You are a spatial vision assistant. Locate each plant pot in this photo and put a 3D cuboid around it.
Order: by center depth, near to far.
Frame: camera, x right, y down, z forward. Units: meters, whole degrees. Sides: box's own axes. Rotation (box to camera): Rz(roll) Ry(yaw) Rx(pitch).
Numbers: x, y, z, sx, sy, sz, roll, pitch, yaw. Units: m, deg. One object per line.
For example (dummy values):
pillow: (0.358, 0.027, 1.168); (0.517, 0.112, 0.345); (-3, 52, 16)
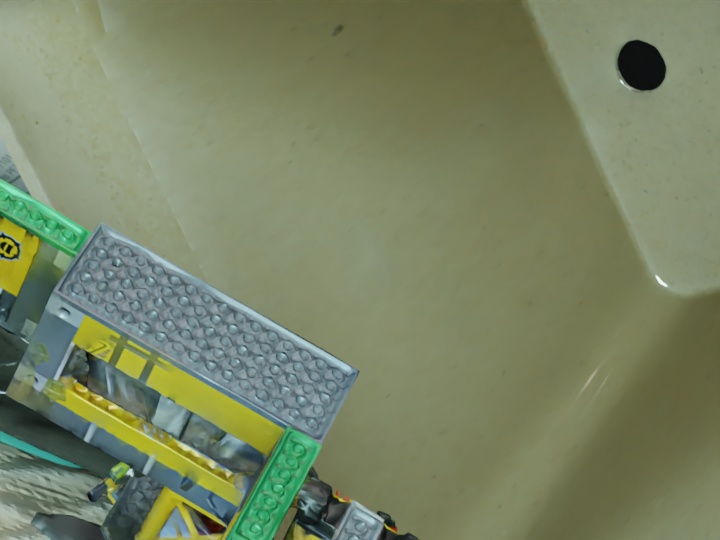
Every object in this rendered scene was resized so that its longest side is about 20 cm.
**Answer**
plant pot: (0.066, -0.029, 0.577); (0.177, 0.200, 0.200); (-38, 107, -51)

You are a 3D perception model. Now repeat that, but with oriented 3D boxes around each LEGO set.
LEGO set: (-0.100, 0.051, 0.477); (0.200, 0.116, 0.154); (25, 45, -6)

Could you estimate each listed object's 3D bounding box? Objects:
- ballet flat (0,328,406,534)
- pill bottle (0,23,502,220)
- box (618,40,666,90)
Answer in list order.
ballet flat: (-0.048, 0.034, 0.639); (0.200, 0.068, 0.068); (30, 16, -1)
pill bottle: (-0.068, -0.067, 0.677); (0.200, 0.109, 0.109); (31, 13, -21)
box: (0.032, -0.128, 0.848); (0.141, 0.079, 0.200); (42, 13, -48)
